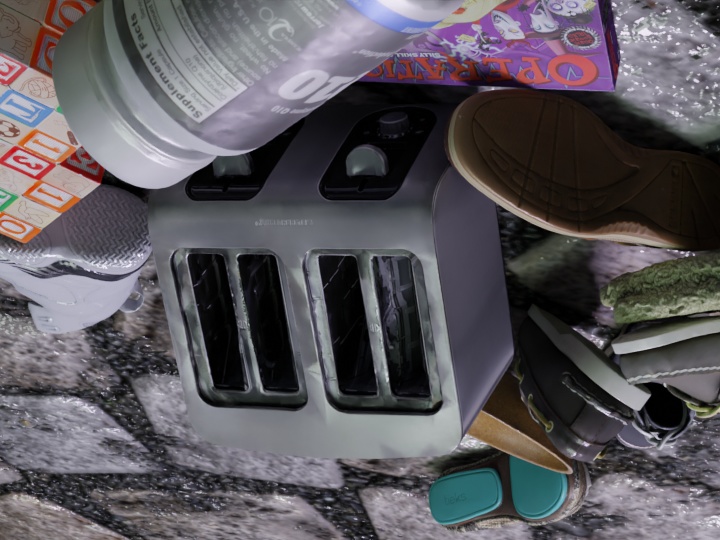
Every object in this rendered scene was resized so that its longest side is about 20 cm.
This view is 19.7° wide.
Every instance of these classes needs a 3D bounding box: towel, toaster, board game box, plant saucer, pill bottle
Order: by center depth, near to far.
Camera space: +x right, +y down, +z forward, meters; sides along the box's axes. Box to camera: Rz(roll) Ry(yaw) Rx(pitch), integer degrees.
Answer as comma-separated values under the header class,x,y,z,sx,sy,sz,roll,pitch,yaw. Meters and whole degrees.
class,x,y,z,sx,sy,sz,roll,pitch,yaw
pill bottle,-0.051,-0.125,0.988,0.113,0.115,0.199,31,134,-33
board game box,0.030,-0.139,1.073,0.198,0.033,0.120,3,156,16
towel,0.247,-0.002,1.169,0.147,0.037,0.199,-6,176,-40
toaster,-0.014,0.010,1.192,0.179,0.119,0.202,2,118,21
plant saucer,0.062,0.078,1.409,0.199,0.036,0.200,27,173,4

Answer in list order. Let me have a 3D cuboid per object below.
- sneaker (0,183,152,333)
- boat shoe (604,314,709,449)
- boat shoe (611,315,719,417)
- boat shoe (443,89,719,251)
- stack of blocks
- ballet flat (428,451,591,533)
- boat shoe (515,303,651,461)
class,x,y,z,sx,sy,sz,roll,pitch,yaw
sneaker,-0.233,-0.012,1.369,0.198,0.076,0.115,8,151,0
boat shoe,0.194,0.086,1.399,0.072,0.063,0.200,10,153,4
boat shoe,0.224,0.056,1.238,0.072,0.061,0.201,-7,177,44
boat shoe,0.117,-0.050,1.155,0.199,0.073,0.072,11,170,-34
stack of blocks,-0.202,-0.093,1.218,0.114,0.059,0.200,24,151,-23
ballet flat,0.130,0.165,1.593,0.075,0.069,0.200,1,167,-30
boat shoe,0.126,0.070,1.301,0.071,0.061,0.201,34,-176,-7
